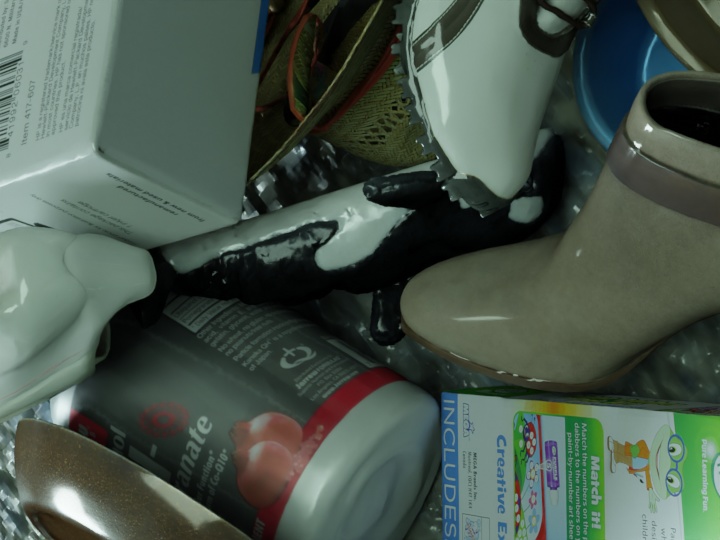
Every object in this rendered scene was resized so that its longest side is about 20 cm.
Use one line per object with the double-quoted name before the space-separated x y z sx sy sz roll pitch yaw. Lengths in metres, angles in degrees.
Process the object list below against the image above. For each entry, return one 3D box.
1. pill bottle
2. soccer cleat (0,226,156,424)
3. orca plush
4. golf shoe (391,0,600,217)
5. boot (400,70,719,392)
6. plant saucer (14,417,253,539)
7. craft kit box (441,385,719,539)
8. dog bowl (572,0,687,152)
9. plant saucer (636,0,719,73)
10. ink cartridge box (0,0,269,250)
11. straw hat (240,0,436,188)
"pill bottle" -0.070 0.058 0.868 0.199 0.111 0.111 30 103 25
"soccer cleat" -0.151 0.036 0.818 0.200 0.077 0.070 -37 57 56
"orca plush" 0.000 0.000 0.823 0.105 0.199 0.071 -16 91 70
"golf shoe" 0.070 -0.121 0.725 0.094 0.078 0.201 1 82 35
"boot" 0.111 -0.018 0.742 0.199 0.147 0.071 1 54 6
"plant saucer" -0.075 0.135 0.826 0.199 0.200 0.032 25 68 26
"craft kit box" 0.103 0.149 0.761 0.197 0.048 0.201 1 91 61
"dog bowl" 0.155 -0.124 0.787 0.111 0.050 0.201 27 102 25
"plant saucer" 0.192 -0.152 0.724 0.199 0.029 0.201 0 90 28
"ink cartridge box" -0.140 -0.079 0.820 0.199 0.084 0.147 -13 62 40
"straw hat" 0.009 -0.091 0.837 0.085 0.201 0.201 30 108 -19
